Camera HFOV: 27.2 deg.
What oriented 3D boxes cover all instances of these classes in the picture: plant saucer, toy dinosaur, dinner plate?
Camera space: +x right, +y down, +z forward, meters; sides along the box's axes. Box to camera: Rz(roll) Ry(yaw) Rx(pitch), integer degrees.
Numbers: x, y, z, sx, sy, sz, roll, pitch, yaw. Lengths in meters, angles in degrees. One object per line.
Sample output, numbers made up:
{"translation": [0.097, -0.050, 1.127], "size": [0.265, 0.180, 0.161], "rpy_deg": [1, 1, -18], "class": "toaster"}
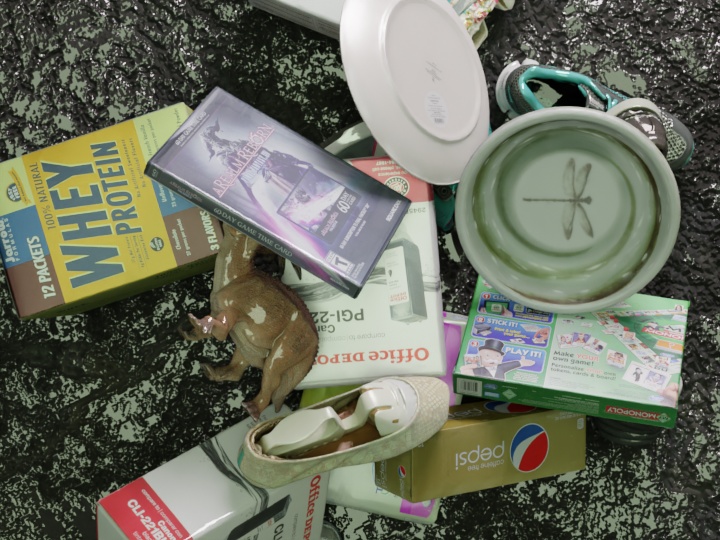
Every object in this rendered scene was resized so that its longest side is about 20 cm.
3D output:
{"translation": [0.184, -0.059, 1.325], "size": [0.197, 0.050, 0.203], "rpy_deg": [4, 119, 7], "class": "plant saucer"}
{"translation": [-0.076, 0.036, 1.249], "size": [0.135, 0.086, 0.201], "rpy_deg": [-38, 121, -17], "class": "toy dinosaur"}
{"translation": [0.057, -0.175, 1.305], "size": [0.024, 0.199, 0.203], "rpy_deg": [-17, 89, 41], "class": "dinner plate"}

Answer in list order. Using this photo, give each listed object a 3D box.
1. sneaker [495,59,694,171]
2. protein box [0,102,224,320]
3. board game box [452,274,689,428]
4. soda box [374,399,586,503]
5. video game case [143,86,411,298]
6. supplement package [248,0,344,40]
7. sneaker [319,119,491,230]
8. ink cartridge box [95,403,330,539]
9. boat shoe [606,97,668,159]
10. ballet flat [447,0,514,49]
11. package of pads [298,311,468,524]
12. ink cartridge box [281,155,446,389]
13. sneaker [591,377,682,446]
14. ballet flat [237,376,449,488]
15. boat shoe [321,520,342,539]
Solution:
{"translation": [0.221, -0.142, 1.402], "size": [0.198, 0.091, 0.079], "rpy_deg": [20, 91, 2], "class": "sneaker"}
{"translation": [-0.218, -0.050, 1.366], "size": [0.196, 0.200, 0.137], "rpy_deg": [-18, 89, 2], "class": "protein box"}
{"translation": [0.193, 0.069, 1.348], "size": [0.197, 0.135, 0.029], "rpy_deg": [9, 134, 12], "class": "board game box"}
{"translation": [0.111, 0.160, 1.365], "size": [0.198, 0.067, 0.065], "rpy_deg": [-7, 101, -31], "class": "soda box"}
{"translation": [-0.065, -0.068, 1.236], "size": [0.199, 0.143, 0.019], "rpy_deg": [31, 127, 1], "class": "video game case"}
{"translation": [-0.006, -0.326, 1.403], "size": [0.154, 0.111, 0.202], "rpy_deg": [21, 90, 2], "class": "supplement package"}
{"translation": [0.044, -0.088, 1.417], "size": [0.198, 0.084, 0.122], "rpy_deg": [-25, 79, 1], "class": "sneaker"}
{"translation": [-0.127, 0.226, 1.307], "size": [0.199, 0.145, 0.084], "rpy_deg": [-28, 54, -32], "class": "ink cartridge box"}
{"translation": [0.203, -0.073, 1.378], "size": [0.071, 0.061, 0.201], "rpy_deg": [28, 123, -27], "class": "boat shoe"}
{"translation": [0.109, -0.257, 1.424], "size": [0.200, 0.076, 0.064], "rpy_deg": [-50, 124, -4], "class": "ballet flat"}
{"translation": [0.017, 0.129, 1.420], "size": [0.152, 0.068, 0.203], "rpy_deg": [12, 90, 2], "class": "package of pads"}
{"translation": [0.000, 0.000, 1.341], "size": [0.143, 0.085, 0.203], "rpy_deg": [-5, 94, 3], "class": "ink cartridge box"}
{"translation": [0.213, 0.096, 1.411], "size": [0.070, 0.100, 0.199], "rpy_deg": [-36, 55, -28], "class": "sneaker"}
{"translation": [-0.009, 0.131, 1.253], "size": [0.198, 0.063, 0.068], "rpy_deg": [-21, 60, -15], "class": "ballet flat"}
{"translation": [-0.117, 0.281, 1.416], "size": [0.199, 0.086, 0.076], "rpy_deg": [-5, 89, 2], "class": "boat shoe"}
